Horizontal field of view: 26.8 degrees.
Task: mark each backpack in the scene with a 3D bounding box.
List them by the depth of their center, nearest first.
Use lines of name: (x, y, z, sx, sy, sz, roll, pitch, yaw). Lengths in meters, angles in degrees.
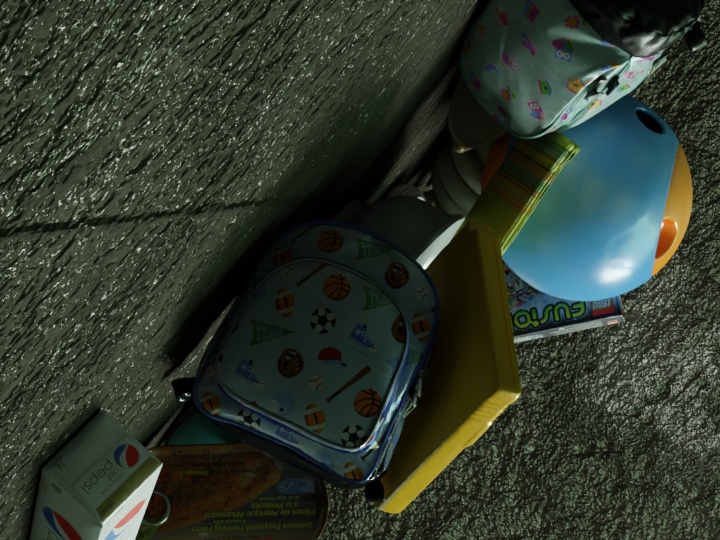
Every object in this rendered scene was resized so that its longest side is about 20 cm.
backpack: (-0.028, 0.058, 1.210, 0.192, 0.199, 0.154, -64, -179, -15)
backpack: (0.173, -0.204, 1.265, 0.126, 0.168, 0.200, -25, 167, -30)

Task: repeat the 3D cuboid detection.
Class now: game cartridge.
game cartridge: (0.064, 0.080, 1.264, 0.200, 0.032, 0.178, -49, -146, 43)

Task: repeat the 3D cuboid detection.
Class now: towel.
towel: (0.117, -0.039, 1.336, 0.201, 0.018, 0.086, -56, -156, 6)

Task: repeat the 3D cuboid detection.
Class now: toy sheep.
toy sheep: (0.131, -0.092, 1.584, 0.138, 0.138, 0.200, -42, 176, -46)

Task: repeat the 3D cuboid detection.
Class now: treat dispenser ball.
treat dispenser ball: (0.214, -0.072, 1.432, 0.201, 0.201, 0.201, -49, 172, -9)

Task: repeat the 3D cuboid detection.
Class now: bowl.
bowl: (0.000, 0.000, 1.392, 0.201, 0.090, 0.201, -50, 173, -9)

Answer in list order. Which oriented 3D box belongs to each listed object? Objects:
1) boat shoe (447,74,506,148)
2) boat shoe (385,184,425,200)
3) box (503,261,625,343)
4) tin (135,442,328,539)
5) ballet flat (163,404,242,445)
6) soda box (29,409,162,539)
boat shoe: (0.154, -0.199, 1.402, 0.201, 0.072, 0.063, -57, 168, 16)
boat shoe: (0.058, 0.015, 1.514, 0.072, 0.068, 0.202, 7, 86, -46)
box: (0.163, 0.017, 1.550, 0.198, 0.111, 0.035, -13, 164, 12)
tin: (-0.129, 0.216, 1.365, 0.042, 0.198, 0.113, 117, -29, -65)
ballet flat: (-0.119, 0.126, 1.411, 0.200, 0.067, 0.064, -53, -178, 29)
soda box: (-0.211, 0.188, 1.179, 0.068, 0.064, 0.200, -45, 170, -31)
